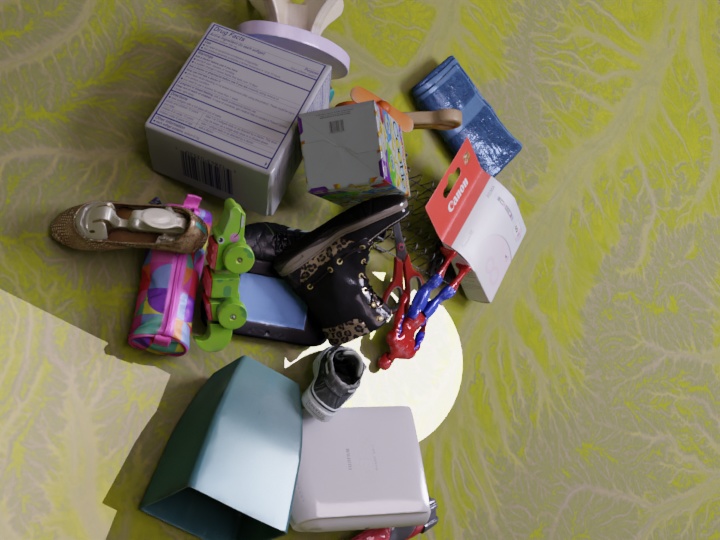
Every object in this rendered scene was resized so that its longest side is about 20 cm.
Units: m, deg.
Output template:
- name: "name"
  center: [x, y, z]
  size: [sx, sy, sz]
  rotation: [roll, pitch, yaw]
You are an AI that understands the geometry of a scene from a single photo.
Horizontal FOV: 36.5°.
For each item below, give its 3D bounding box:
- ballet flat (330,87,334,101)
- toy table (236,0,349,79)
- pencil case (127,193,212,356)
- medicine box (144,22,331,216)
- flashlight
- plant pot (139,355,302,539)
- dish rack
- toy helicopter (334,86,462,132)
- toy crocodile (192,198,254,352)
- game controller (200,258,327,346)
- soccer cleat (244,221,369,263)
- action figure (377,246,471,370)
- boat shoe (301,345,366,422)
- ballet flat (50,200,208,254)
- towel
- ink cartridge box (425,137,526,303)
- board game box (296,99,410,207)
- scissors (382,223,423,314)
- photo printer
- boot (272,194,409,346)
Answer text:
- name: "ballet flat"
  center: [-0.112, -0.216, 1.573]
  size: [0.067, 0.067, 0.200]
  rotation: [34, 55, 4]
- name: "toy table"
  center: [-0.092, -0.359, 1.563]
  size: [0.200, 0.182, 0.118]
  rotation: [18, 76, -62]
- name: "pencil case"
  center: [-0.243, 0.007, 1.402]
  size: [0.088, 0.088, 0.202]
  rotation: [17, 69, -29]
- name: "medicine box"
  center: [-0.159, -0.204, 1.460]
  size: [0.181, 0.103, 0.201]
  rotation: [22, 61, 8]
- name: "flashlight"
  center: [0.017, 0.361, 1.482]
  size: [0.199, 0.068, 0.068]
  rotation: [-22, 92, -37]
- name: "plant pot"
  center: [-0.158, 0.222, 1.370]
  size: [0.141, 0.141, 0.201]
  rotation: [31, 53, -22]
- name: "dish rack"
  center: [0.095, -0.074, 1.667]
  size: [0.199, 0.054, 0.155]
  rotation: [28, 64, -24]
- name: "toy helicopter"
  center: [0.050, -0.223, 1.595]
  size: [0.198, 0.132, 0.080]
  rotation: [-3, 76, 0]
- name: "toy crocodile"
  center: [-0.173, 0.008, 1.376]
  size: [0.061, 0.068, 0.202]
  rotation: [0, 116, -19]
- name: "game controller"
  center: [-0.122, 0.041, 1.486]
  size: [0.199, 0.042, 0.105]
  rotation: [12, 96, -31]
- name: "soccer cleat"
  center: [-0.079, -0.033, 1.523]
  size: [0.199, 0.081, 0.068]
  rotation: [11, 71, -31]
- name: "action figure"
  center: [0.086, 0.062, 1.605]
  size: [0.065, 0.052, 0.201]
  rotation: [45, 72, -35]
- name: "boat shoe"
  center: [-0.022, 0.139, 1.458]
  size: [0.072, 0.071, 0.200]
  rotation: [44, 16, -7]
- name: "ballet flat"
  center: [-0.288, -0.061, 1.348]
  size: [0.198, 0.065, 0.071]
  rotation: [1, 69, 0]
- name: "towel"
  center: [0.172, -0.241, 1.769]
  size: [0.112, 0.048, 0.201]
  rotation: [-44, 102, -33]
- name: "ink cartridge box"
  center: [0.182, -0.076, 1.678]
  size: [0.163, 0.057, 0.201]
  rotation: [-58, 141, -32]
- name: "board game box"
  center: [-0.004, -0.150, 1.459]
  size: [0.200, 0.104, 0.104]
  rotation: [9, 73, -77]
- name: "scissors"
  center: [0.064, -0.026, 1.602]
  size: [0.073, 0.014, 0.202]
  rotation: [-9, 111, -27]
- name: "photo printer"
  center: [-0.017, 0.263, 1.455]
  size: [0.198, 0.070, 0.168]
  rotation: [2, 59, -19]
- name: "boot"
  center: [0.000, 0.000, 1.474]
  size: [0.199, 0.073, 0.151]
  rotation: [-30, 109, 1]
